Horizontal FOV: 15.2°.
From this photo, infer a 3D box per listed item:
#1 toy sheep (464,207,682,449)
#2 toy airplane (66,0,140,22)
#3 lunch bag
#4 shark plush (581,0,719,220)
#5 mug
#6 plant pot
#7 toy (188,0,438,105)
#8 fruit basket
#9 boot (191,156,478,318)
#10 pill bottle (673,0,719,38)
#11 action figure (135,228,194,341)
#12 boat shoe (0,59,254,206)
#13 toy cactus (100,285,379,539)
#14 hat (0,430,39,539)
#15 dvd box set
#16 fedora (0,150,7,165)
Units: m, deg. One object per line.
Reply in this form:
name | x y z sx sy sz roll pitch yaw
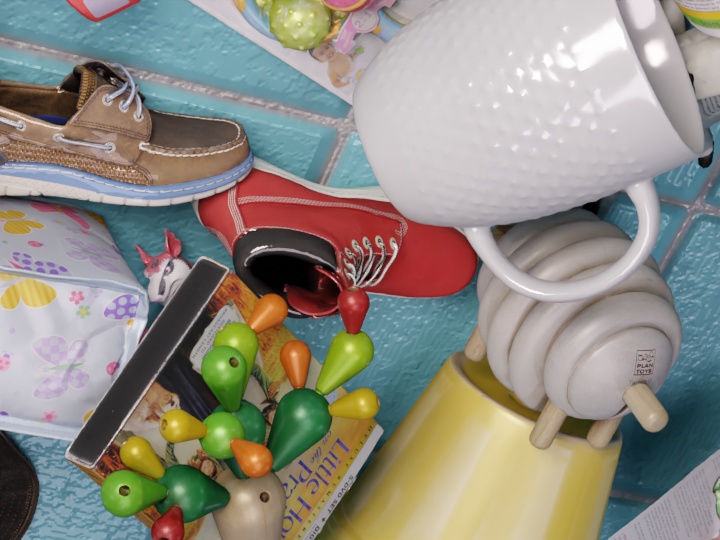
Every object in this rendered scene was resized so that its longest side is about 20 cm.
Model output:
toy sheep | 0.138 0.036 1.718 0.138 0.200 0.138 -23 140 -21
toy airplane | -0.183 -0.231 1.472 0.199 0.141 0.200 14 123 -21
lunch bag | -0.245 0.020 1.626 0.200 0.170 0.127 12 104 -21
shark plush | 0.194 -0.083 1.703 0.083 0.091 0.200 19 124 -20
mug | 0.102 -0.078 1.582 0.175 0.148 0.200 -22 94 18
plant pot | 0.080 0.165 1.819 0.200 0.201 0.189 17 106 -24
toy | -0.016 -0.162 1.622 0.200 0.047 0.115 29 115 -30
fruit basket | 0.263 0.186 1.894 0.200 0.094 0.185 -34 130 -12
boot | 0.000 0.000 1.686 0.200 0.144 0.073 15 112 -27
pill bottle | 0.189 -0.237 1.560 0.111 0.111 0.200 -33 127 14
action figure | -0.081 0.059 1.745 0.149 0.134 0.200 -30 107 -30
boat shoe | -0.160 -0.085 1.636 0.199 0.072 0.073 -2 120 -16
toy cactus | -0.060 0.110 1.578 0.200 0.102 0.165 -42 143 -36
hat | -0.309 0.168 1.792 0.200 0.081 0.201 -5 128 -7
dvd box set | -0.078 0.104 1.638 0.146 0.029 0.200 -55 137 -14
fedora | -0.293 -0.121 1.537 0.199 0.091 0.177 6 173 13
